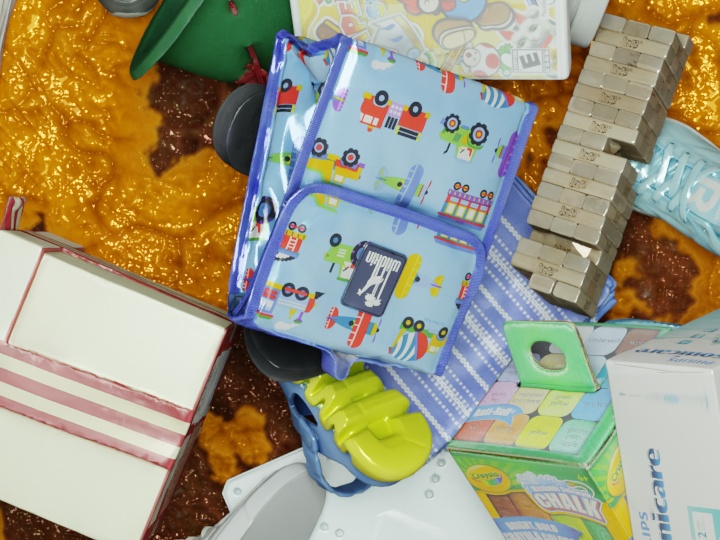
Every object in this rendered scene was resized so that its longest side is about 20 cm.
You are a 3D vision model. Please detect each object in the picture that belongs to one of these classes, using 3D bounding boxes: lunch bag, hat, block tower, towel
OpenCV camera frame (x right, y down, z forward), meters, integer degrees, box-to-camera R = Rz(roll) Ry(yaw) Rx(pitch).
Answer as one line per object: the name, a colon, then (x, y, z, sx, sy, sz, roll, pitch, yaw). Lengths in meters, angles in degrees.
lunch bag: (0.003, -0.032, 1.104, 0.150, 0.094, 0.201, 15, 91, -30)
hat: (-0.045, -0.149, 1.198, 0.176, 0.200, 0.166, 34, 53, -14)
block tower: (0.162, -0.075, 1.183, 0.054, 0.058, 0.201, 19, 84, 23)
towel: (0.062, 0.028, 1.226, 0.200, 0.024, 0.145, -41, 75, -1)

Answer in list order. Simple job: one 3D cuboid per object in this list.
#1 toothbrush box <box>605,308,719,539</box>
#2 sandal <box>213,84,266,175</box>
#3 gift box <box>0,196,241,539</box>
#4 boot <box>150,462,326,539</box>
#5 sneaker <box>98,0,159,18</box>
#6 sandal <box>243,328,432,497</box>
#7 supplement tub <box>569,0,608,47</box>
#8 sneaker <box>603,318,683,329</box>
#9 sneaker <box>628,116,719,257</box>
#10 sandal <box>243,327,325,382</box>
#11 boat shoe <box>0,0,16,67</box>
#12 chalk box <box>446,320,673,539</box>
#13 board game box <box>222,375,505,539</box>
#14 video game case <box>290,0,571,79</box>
toothbrush box: (0.254, 0.099, 1.094, 0.199, 0.085, 0.148, -18, 103, -39)
sandal: (-0.007, -0.078, 1.176, 0.199, 0.043, 0.077, 0, 112, -39)
gift box: (-0.193, 0.065, 1.162, 0.186, 0.200, 0.186, 22, 86, 1)
boot: (-0.116, 0.197, 1.198, 0.095, 0.074, 0.200, 24, 63, 37)
sneaker: (-0.171, -0.276, 1.212, 0.075, 0.079, 0.202, -5, 92, 0)
sandal: (-0.032, 0.076, 1.193, 0.079, 0.087, 0.201, -14, 59, -30)
supplement tub: (0.076, -0.238, 1.181, 0.199, 0.140, 0.141, 17, 91, 0)
sneaker: (0.253, 0.088, 1.219, 0.199, 0.077, 0.081, 21, 92, 2)
sneaker: (0.237, -0.056, 1.213, 0.199, 0.082, 0.074, 28, 90, 1)
sandal: (0.000, -0.001, 1.169, 0.200, 0.043, 0.076, -37, 69, -29)
boat shoe: (-0.278, -0.194, 1.219, 0.071, 0.066, 0.202, 11, 91, 0)
chalk box: (0.152, 0.116, 1.141, 0.124, 0.124, 0.201, -50, 121, -29)
board game box: (0.030, 0.202, 1.245, 0.199, 0.026, 0.201, -23, 90, 0)
video game case: (0.039, -0.212, 1.106, 0.181, 0.023, 0.201, 2, 126, 12)
